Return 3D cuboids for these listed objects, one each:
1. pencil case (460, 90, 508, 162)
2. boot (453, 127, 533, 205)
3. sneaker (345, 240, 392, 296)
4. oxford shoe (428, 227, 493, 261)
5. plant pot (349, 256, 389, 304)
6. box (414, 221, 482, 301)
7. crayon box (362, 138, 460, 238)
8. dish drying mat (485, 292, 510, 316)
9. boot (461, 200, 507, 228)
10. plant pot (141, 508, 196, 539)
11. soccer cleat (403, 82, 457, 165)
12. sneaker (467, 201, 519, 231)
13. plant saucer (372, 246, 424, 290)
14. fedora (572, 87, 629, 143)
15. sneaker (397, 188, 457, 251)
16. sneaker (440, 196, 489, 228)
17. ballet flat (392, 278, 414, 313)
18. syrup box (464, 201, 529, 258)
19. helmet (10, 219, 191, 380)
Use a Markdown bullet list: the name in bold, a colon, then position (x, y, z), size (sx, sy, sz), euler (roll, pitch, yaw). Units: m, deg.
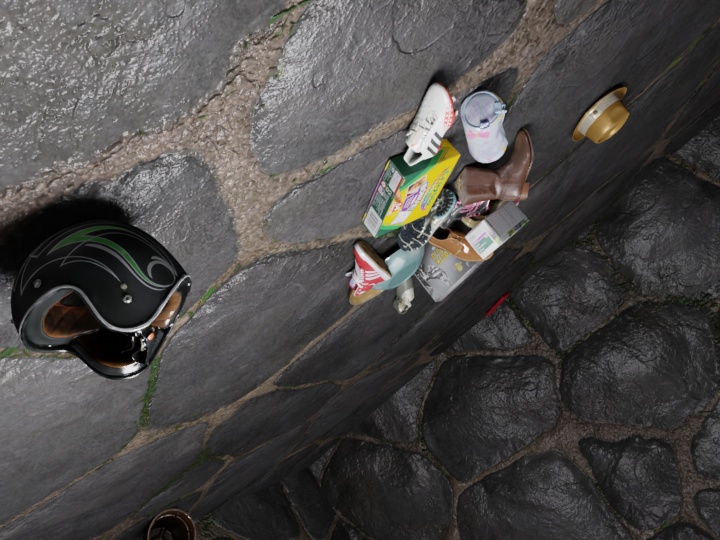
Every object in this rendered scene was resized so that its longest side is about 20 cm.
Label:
- **pencil case**: position (0.265, -0.302, 1.239), size (0.089, 0.085, 0.200), euler (-17, 165, 11)
- **boot**: position (0.333, -0.262, 1.473), size (0.195, 0.191, 0.064), euler (-3, -170, -13)
- **sneaker**: position (0.000, 0.000, 1.475), size (0.111, 0.072, 0.200), euler (-29, 151, 11)
- **oxford shoe**: position (0.269, -0.077, 1.607), size (0.071, 0.196, 0.073), euler (52, 57, -67)
- **plant pot**: position (0.043, 0.023, 1.668), size (0.198, 0.028, 0.201), euler (-34, 160, -14)
- **box**: position (0.249, -0.034, 1.700), size (0.200, 0.160, 0.048), euler (-45, 159, 24)
- **crayon box**: position (0.109, -0.178, 1.281), size (0.171, 0.059, 0.201), euler (-25, 157, -32)
- **dish drying mat**: position (0.790, 0.194, 3.368), size (0.076, 0.018, 0.201), euler (-23, 155, -37)
- **boot**: position (0.380, -0.204, 1.675), size (0.198, 0.073, 0.156), euler (-21, 156, -43)
- **plant pot**: position (-0.809, 1.118, 2.410), size (0.198, 0.202, 0.198), euler (-15, 159, -46)
- **soccer cleat**: position (0.126, -0.269, 1.099), size (0.085, 0.069, 0.201), euler (-36, 165, -16)
- **sneaker**: position (0.413, -0.161, 1.827), size (0.199, 0.074, 0.088), euler (-37, 155, -17)
- **plant saucer**: position (0.111, 0.000, 1.636), size (0.199, 0.039, 0.202), euler (-34, 161, -13)
- **fedora**: position (0.721, -0.442, 1.720), size (0.199, 0.082, 0.201), euler (-33, 160, -13)
- **sneaker**: position (0.180, -0.122, 1.508), size (0.200, 0.078, 0.086), euler (-45, 162, 21)
- **sneaker**: position (0.299, -0.170, 1.559), size (0.200, 0.095, 0.079), euler (-43, -176, 19)
- **ballet flat**: position (0.152, 0.085, 1.939), size (0.067, 0.064, 0.201), euler (-30, 159, -19)
- **syrup box**: position (0.371, -0.113, 1.576), size (0.199, 0.082, 0.079), euler (-34, 170, -48)
- **helmet**: position (-0.343, 0.030, 0.768), size (0.203, 0.188, 0.200), euler (-62, -176, 8)
